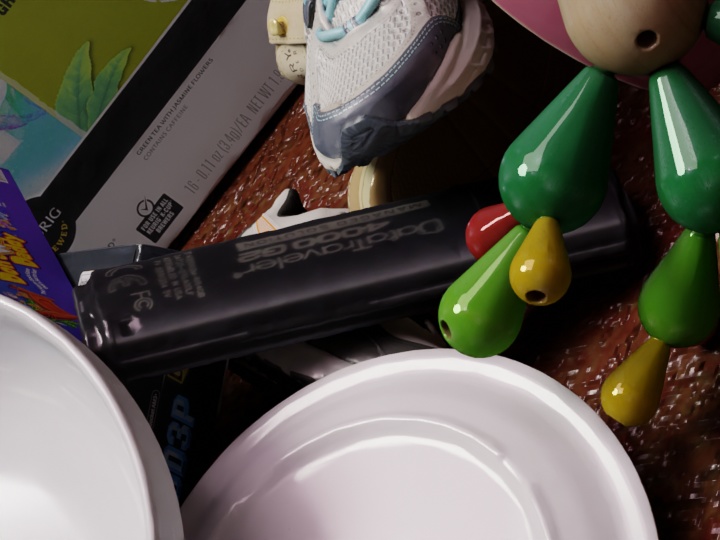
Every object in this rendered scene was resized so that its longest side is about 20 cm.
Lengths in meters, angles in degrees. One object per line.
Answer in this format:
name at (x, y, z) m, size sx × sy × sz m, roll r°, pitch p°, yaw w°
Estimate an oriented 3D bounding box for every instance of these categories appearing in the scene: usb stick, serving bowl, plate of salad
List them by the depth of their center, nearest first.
plate of salad at (0.011, 0.121, 0.855) m, size 0.199 × 0.048 × 0.201 m, roll -16°, pitch 57°, yaw 26°
serving bowl at (-0.138, 0.107, 0.894) m, size 0.199 × 0.066 × 0.201 m, roll -5°, pitch 78°, yaw 26°
usb stick at (0.000, 0.000, 0.923) m, size 0.199 × 0.033 × 0.056 m, roll -13°, pitch 34°, yaw -6°

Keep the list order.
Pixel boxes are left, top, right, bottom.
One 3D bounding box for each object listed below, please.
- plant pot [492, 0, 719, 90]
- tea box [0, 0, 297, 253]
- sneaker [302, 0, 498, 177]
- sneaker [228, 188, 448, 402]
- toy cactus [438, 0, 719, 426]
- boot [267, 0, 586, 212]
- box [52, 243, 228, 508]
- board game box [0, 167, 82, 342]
plant pot at (0.119, -0.168, 0.896) m, size 0.179 × 0.199 × 0.200 m, roll -56°, pitch 25°, yaw 30°
tea box at (-0.148, -0.113, 1.202) m, size 0.200 × 0.196 × 0.134 m, roll -53°, pitch 29°, yaw 4°
sneaker at (-0.003, -0.114, 0.949) m, size 0.077 × 0.086 × 0.201 m, roll -29°, pitch 31°, yaw 26°
sneaker at (-0.007, 0.014, 0.988) m, size 0.080 × 0.074 × 0.200 m, roll -55°, pitch 29°, yaw -6°
toy cactus at (0.105, -0.051, 0.819) m, size 0.199 × 0.166 × 0.102 m, roll -27°, pitch -5°, yaw 24°
boot at (0.016, -0.081, 1.046) m, size 0.155 × 0.073 × 0.201 m, roll -8°, pitch 48°, yaw 49°
box at (-0.114, 0.074, 1.034) m, size 0.200 × 0.046 × 0.160 m, roll -3°, pitch 74°, yaw 66°
board game box at (-0.160, 0.049, 1.037) m, size 0.135 × 0.045 × 0.200 m, roll -69°, pitch 24°, yaw 14°
